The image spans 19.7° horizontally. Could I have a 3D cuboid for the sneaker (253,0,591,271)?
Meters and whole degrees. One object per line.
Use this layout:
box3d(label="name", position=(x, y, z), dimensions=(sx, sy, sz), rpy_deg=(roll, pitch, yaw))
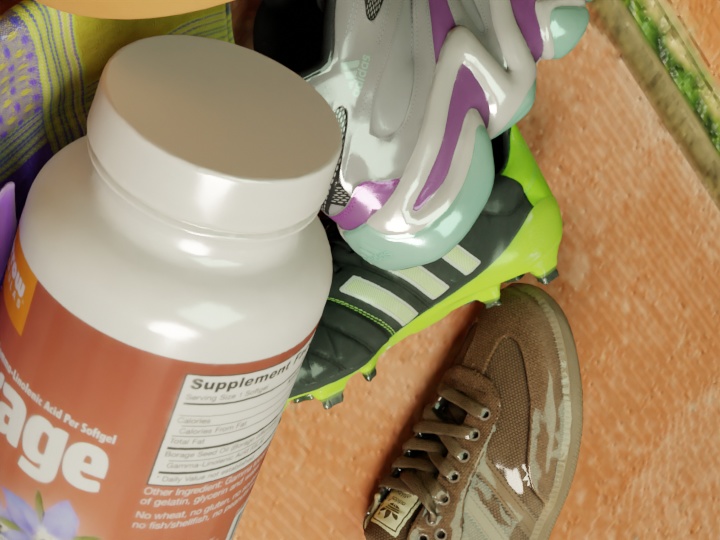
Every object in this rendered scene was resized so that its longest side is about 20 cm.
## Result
box3d(label="sneaker", position=(0.015, -0.115, 0.835), dimensions=(0.140, 0.078, 0.201), rpy_deg=(41, 56, -22))

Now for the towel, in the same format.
box3d(label="towel", position=(-0.120, -0.037, 0.751), dimensions=(0.200, 0.023, 0.144), rpy_deg=(-38, 152, -27))

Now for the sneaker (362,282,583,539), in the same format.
box3d(label="sneaker", position=(0.043, 0.104, 0.935), dimensions=(0.075, 0.070, 0.201), rpy_deg=(3, 102, -37))

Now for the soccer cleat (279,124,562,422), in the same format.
box3d(label="soccer cleat", position=(0.000, 0.000, 0.879), dimensions=(0.200, 0.067, 0.081), rpy_deg=(-29, 104, -29))

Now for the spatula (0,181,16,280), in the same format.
box3d(label="spatula", position=(-0.179, 0.049, 0.691), dimensions=(0.200, 0.021, 0.057), rpy_deg=(-45, 165, -25))

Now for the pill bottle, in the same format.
box3d(label="pill bottle", position=(-0.076, 0.022, 0.746), dimensions=(0.112, 0.112, 0.201), rpy_deg=(-7, 133, -36))

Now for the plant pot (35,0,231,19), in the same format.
box3d(label="plant pot", position=(-0.074, -0.178, 0.682), dimensions=(0.200, 0.200, 0.140), rpy_deg=(-34, 134, -24))
